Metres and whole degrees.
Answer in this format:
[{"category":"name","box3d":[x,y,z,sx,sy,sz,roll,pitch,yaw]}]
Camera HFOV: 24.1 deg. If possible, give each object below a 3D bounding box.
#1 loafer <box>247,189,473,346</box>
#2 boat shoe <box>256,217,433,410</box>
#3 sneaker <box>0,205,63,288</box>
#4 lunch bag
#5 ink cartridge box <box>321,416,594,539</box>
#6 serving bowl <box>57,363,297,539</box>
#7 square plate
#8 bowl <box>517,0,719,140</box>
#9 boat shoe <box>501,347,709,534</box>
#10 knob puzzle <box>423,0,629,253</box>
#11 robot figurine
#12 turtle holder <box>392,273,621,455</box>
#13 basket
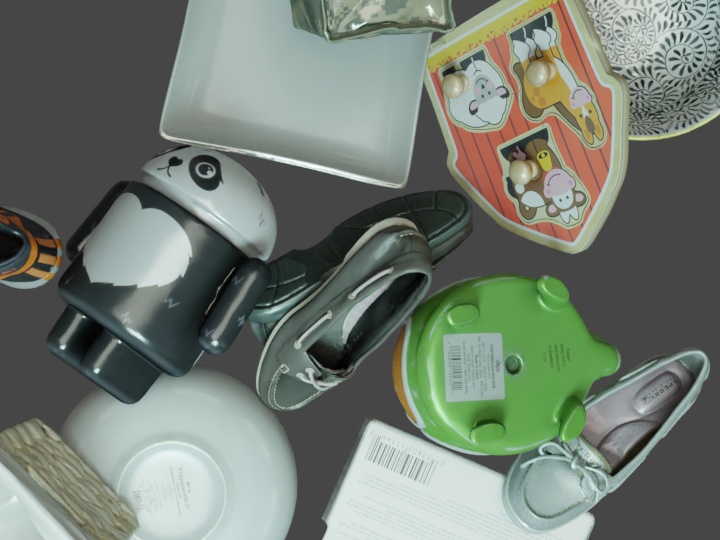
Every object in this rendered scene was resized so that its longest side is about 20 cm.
[{"category":"loafer","box3d":[0.000,0.000,1.344,0.200,0.072,0.063,-24,132,-5]},{"category":"boat shoe","box3d":[-0.014,0.046,1.292,0.067,0.057,0.200,18,122,-36]},{"category":"sneaker","box3d":[-0.329,-0.039,1.262,0.200,0.112,0.078,11,87,10]},{"category":"lunch bag","box3d":[0.002,-0.275,1.239,0.117,0.164,0.200,-7,102,-9]},{"category":"ink cartridge box","box3d":[0.062,0.236,1.348,0.200,0.045,0.176,24,85,-5]},{"category":"serving bowl","box3d":[-0.148,0.172,1.317,0.200,0.066,0.200,0,89,-5]},{"category":"square plate","box3d":[-0.044,-0.176,1.338,0.198,0.028,0.200,12,78,-5]},{"category":"bowl","box3d":[0.216,-0.202,1.343,0.201,0.094,0.201,0,92,-2]},{"category":"boat shoe","box3d":[0.195,0.130,1.335,0.202,0.065,0.074,-35,79,-18]},{"category":"knob puzzle","box3d":[0.127,-0.106,1.292,0.030,0.220,0.220,-19,92,-41]},{"category":"robot figurine","box3d":[-0.151,0.000,1.286,0.150,0.125,0.200,36,82,-3]},{"category":"turtle holder","box3d":[0.109,0.064,1.310,0.185,0.132,0.141,-34,100,-23]},{"category":"basket","box3d":[-0.275,0.221,1.243,0.136,0.123,0.200,46,106,3]}]
